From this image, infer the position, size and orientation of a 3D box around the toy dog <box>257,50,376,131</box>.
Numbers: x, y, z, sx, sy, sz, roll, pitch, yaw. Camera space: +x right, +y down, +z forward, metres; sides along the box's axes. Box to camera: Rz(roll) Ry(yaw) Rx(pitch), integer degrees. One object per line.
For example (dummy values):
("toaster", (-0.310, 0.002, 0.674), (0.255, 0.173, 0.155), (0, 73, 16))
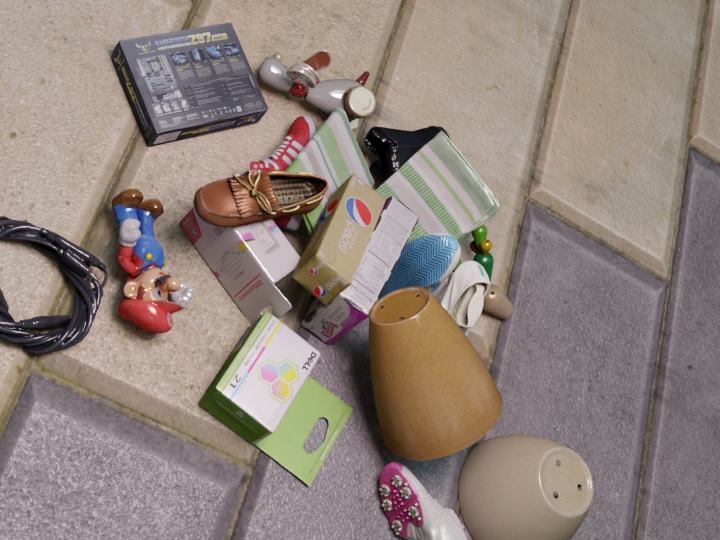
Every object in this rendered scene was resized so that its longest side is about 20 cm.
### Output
("toy dog", (-0.056, -0.304, 1.818), (0.199, 0.131, 0.097), (32, 67, -36))

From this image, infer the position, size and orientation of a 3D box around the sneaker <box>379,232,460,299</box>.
("sneaker", (0.099, 0.001, 1.725), (0.080, 0.200, 0.077), (-17, 71, -35))

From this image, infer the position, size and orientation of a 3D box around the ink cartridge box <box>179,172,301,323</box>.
("ink cartridge box", (-0.161, -0.023, 1.635), (0.067, 0.116, 0.201), (-36, 90, -36))

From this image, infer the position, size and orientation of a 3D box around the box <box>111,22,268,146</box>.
("box", (-0.258, -0.285, 1.731), (0.199, 0.051, 0.159), (-18, 80, -34))

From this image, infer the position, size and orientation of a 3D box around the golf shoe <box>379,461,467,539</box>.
("golf shoe", (0.098, 0.364, 1.655), (0.091, 0.075, 0.201), (-24, 84, -51))

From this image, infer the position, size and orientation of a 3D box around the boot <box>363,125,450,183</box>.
("boot", (0.103, -0.148, 1.853), (0.167, 0.076, 0.202), (-11, 68, -44))

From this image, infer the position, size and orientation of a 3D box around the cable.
("cable", (-0.441, 0.017, 1.502), (0.199, 0.051, 0.164), (32, 62, -18))

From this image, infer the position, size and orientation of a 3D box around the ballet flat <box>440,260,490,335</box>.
("ballet flat", (0.143, 0.084, 1.724), (0.069, 0.202, 0.070), (19, 18, -7))

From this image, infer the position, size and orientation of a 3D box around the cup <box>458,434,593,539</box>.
("cup", (0.268, 0.333, 1.714), (0.198, 0.143, 0.203), (12, 64, -26))

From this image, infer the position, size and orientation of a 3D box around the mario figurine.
("mario figurine", (-0.280, -0.013, 1.568), (0.122, 0.106, 0.202), (-1, 68, -32))

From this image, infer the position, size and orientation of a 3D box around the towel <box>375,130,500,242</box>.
("towel", (0.102, -0.096, 1.777), (0.153, 0.200, 0.023), (50, 27, -1))

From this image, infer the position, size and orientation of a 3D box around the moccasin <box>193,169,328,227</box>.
("moccasin", (-0.134, -0.102, 1.563), (0.199, 0.078, 0.074), (-2, 70, -32))

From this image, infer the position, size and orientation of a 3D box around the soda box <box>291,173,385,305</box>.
("soda box", (-0.029, -0.047, 1.634), (0.068, 0.064, 0.201), (39, 40, -14))

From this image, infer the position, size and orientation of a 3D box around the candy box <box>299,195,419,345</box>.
("candy box", (0.000, 0.000, 1.706), (0.061, 0.136, 0.201), (36, 57, -10))

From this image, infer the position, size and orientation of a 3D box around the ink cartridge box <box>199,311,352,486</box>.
("ink cartridge box", (-0.103, 0.180, 1.604), (0.199, 0.076, 0.148), (38, 56, -9))

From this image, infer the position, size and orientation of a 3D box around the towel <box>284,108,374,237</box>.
("towel", (-0.050, -0.139, 1.744), (0.200, 0.030, 0.150), (-55, 130, -46))

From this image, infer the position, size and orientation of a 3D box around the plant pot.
("plant pot", (0.086, 0.133, 1.622), (0.186, 0.185, 0.202), (-44, 124, -36))

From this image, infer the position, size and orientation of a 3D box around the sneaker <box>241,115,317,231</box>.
("sneaker", (-0.131, -0.165, 1.741), (0.111, 0.071, 0.202), (17, 58, -20))

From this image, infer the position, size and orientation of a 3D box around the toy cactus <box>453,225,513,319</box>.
("toy cactus", (0.180, 0.031, 1.840), (0.165, 0.102, 0.202), (37, 51, -34))
